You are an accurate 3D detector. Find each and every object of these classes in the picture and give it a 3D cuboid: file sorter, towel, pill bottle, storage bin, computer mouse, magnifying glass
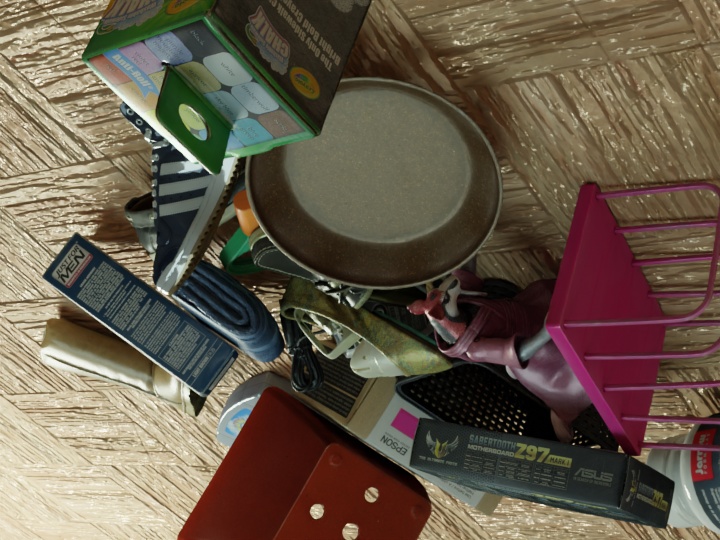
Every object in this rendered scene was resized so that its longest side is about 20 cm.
[{"bbox_3d":[0.254,0.042,1.096,0.125,0.139,0.200,-3,143,32],"label":"file sorter"},{"bbox_3d":[-0.127,0.038,1.327,0.112,0.049,0.200,34,172,8],"label":"towel"},{"bbox_3d":[0.372,0.188,1.278,0.119,0.120,0.200,36,146,-25],"label":"pill bottle"},{"bbox_3d":[0.150,0.109,1.312,0.200,0.094,0.135,34,147,-23],"label":"storage bin"},{"bbox_3d":[0.006,0.050,1.322,0.200,0.110,0.044,-15,172,37],"label":"computer mouse"},{"bbox_3d":[-0.092,-0.034,1.221,0.079,0.022,0.200,-21,165,-5],"label":"magnifying glass"}]

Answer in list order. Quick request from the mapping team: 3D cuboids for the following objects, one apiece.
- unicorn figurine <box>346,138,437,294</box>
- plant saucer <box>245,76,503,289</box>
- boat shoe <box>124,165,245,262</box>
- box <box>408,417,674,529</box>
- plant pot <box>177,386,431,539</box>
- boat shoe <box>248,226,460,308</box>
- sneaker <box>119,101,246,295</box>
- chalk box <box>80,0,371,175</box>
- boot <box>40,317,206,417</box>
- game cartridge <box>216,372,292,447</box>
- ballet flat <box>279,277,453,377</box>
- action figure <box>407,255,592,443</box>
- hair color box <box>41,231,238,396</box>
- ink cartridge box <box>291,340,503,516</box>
[{"bbox_3d":[0.022,-0.071,1.133,0.200,0.074,0.137,38,150,3],"label":"unicorn figurine"},{"bbox_3d":[0.011,-0.073,1.056,0.200,0.037,0.201,4,130,5],"label":"plant saucer"},{"bbox_3d":[-0.142,-0.069,1.228,0.200,0.072,0.068,-25,100,43],"label":"boat shoe"},{"bbox_3d":[0.165,0.182,1.221,0.199,0.051,0.158,6,168,29],"label":"box"},{"bbox_3d":[-0.040,0.259,1.410,0.200,0.200,0.176,35,167,-18],"label":"plant pot"},{"bbox_3d":[0.000,0.000,1.200,0.200,0.066,0.072,8,152,-20],"label":"boat shoe"},{"bbox_3d":[-0.159,-0.085,1.135,0.108,0.070,0.200,25,107,-2],"label":"sneaker"},{"bbox_3d":[-0.091,-0.157,0.920,0.124,0.200,0.124,-7,140,39],"label":"chalk box"},{"bbox_3d":[-0.277,0.101,1.584,0.199,0.066,0.175,20,150,3],"label":"boot"},{"bbox_3d":[-0.102,0.188,1.649,0.133,0.041,0.200,28,149,-6],"label":"game cartridge"},{"bbox_3d":[-0.001,0.061,1.254,0.200,0.071,0.071,31,160,36],"label":"ballet flat"},{"bbox_3d":[0.119,0.050,1.157,0.199,0.134,0.149,9,125,-29],"label":"action figure"},{"bbox_3d":[-0.222,0.048,1.391,0.200,0.061,0.100,37,173,2],"label":"hair color box"},{"bbox_3d":[0.046,0.162,1.420,0.200,0.075,0.165,35,174,-22],"label":"ink cartridge box"}]
